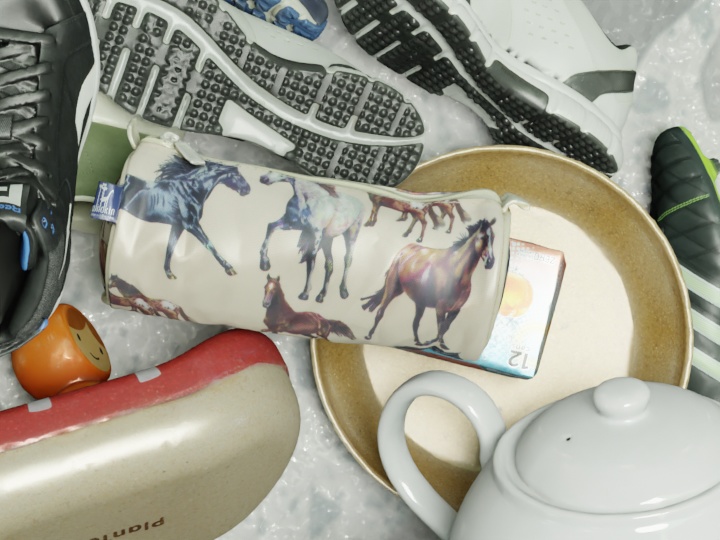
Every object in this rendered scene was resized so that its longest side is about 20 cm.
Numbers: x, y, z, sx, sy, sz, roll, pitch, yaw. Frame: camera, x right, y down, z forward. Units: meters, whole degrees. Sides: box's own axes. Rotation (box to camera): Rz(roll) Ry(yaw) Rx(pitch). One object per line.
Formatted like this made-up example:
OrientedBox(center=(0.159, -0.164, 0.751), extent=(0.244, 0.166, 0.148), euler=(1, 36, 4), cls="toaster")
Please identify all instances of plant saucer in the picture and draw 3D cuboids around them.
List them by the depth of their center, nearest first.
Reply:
OrientedBox(center=(0.074, 0.035, 1.073), extent=(0.200, 0.035, 0.200), euler=(0, 87, 1), cls="plant saucer")

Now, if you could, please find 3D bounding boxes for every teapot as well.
OrientedBox(center=(0.123, 0.117, 0.950), extent=(0.200, 0.197, 0.146), euler=(-12, 114, -4), cls="teapot")

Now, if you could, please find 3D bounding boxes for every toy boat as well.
OrientedBox(center=(-0.133, 0.073, 1.003), extent=(0.200, 0.131, 0.131), euler=(-16, 61, -16), cls="toy boat")

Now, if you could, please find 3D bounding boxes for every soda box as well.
OrientedBox(center=(0.000, 0.000, 1.026), extent=(0.200, 0.064, 0.068), euler=(15, 87, 4), cls="soda box")

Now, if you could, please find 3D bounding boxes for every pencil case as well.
OrientedBox(center=(-0.024, -0.012, 0.956), extent=(0.200, 0.078, 0.090), euler=(8, 112, 4), cls="pencil case")

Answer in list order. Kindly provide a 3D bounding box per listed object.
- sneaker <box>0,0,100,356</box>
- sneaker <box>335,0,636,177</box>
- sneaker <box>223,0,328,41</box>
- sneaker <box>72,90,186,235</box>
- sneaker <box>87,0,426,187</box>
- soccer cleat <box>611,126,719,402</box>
OrientedBox(center=(-0.157, -0.058, 0.928), extent=(0.073, 0.112, 0.200), euler=(1, 101, -6), cls="sneaker")
OrientedBox(center=(0.067, -0.129, 1.073), extent=(0.200, 0.074, 0.080), euler=(36, 63, -28), cls="sneaker")
OrientedBox(center=(-0.087, -0.199, 1.048), extent=(0.200, 0.077, 0.085), euler=(40, 69, -12), cls="sneaker")
OrientedBox(center=(-0.186, -0.052, 1.010), extent=(0.200, 0.067, 0.090), euler=(10, 78, -17), cls="sneaker")
OrientedBox(center=(-0.066, -0.098, 1.027), extent=(0.200, 0.080, 0.074), euler=(27, 97, -15), cls="sneaker")
OrientedBox(center=(0.171, 0.022, 1.106), extent=(0.081, 0.068, 0.200), euler=(-8, 88, -3), cls="soccer cleat")
